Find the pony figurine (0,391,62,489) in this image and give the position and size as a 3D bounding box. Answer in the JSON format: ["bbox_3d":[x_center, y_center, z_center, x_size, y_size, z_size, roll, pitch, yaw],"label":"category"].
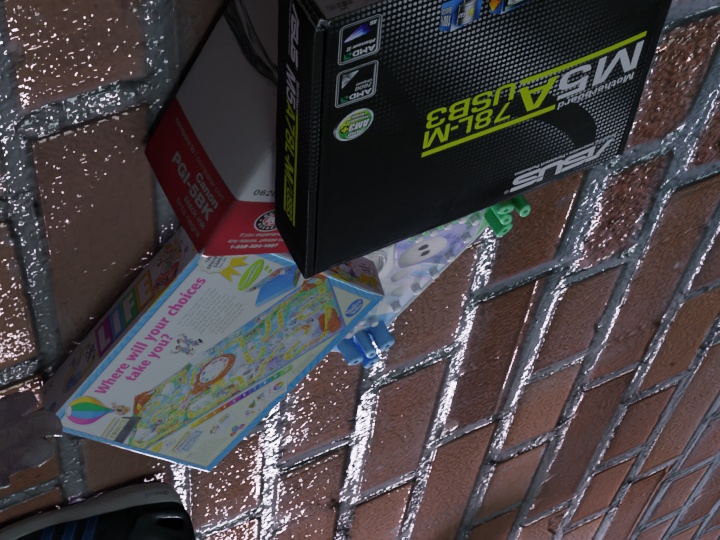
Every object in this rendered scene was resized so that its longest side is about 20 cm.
[{"bbox_3d":[-0.258,0.060,0.762,0.193,0.167,0.200,-19,168,-5],"label":"pony figurine"}]

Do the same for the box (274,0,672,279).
[{"bbox_3d":[0.055,-0.096,0.712,0.200,0.048,0.193,-21,148,-18],"label":"box"}]

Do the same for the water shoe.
[{"bbox_3d":[-0.223,0.228,1.132,0.200,0.079,0.072,-21,151,-18],"label":"water shoe"}]

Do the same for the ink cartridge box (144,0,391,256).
[{"bbox_3d":[-0.003,-0.103,0.784,0.147,0.083,0.200,-4,143,-41],"label":"ink cartridge box"}]

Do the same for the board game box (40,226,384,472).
[{"bbox_3d":[-0.098,0.048,0.956,0.134,0.034,0.200,22,125,-36],"label":"board game box"}]

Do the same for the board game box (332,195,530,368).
[{"bbox_3d":[0.000,0.000,1.026,0.200,0.026,0.200,6,136,-49],"label":"board game box"}]
